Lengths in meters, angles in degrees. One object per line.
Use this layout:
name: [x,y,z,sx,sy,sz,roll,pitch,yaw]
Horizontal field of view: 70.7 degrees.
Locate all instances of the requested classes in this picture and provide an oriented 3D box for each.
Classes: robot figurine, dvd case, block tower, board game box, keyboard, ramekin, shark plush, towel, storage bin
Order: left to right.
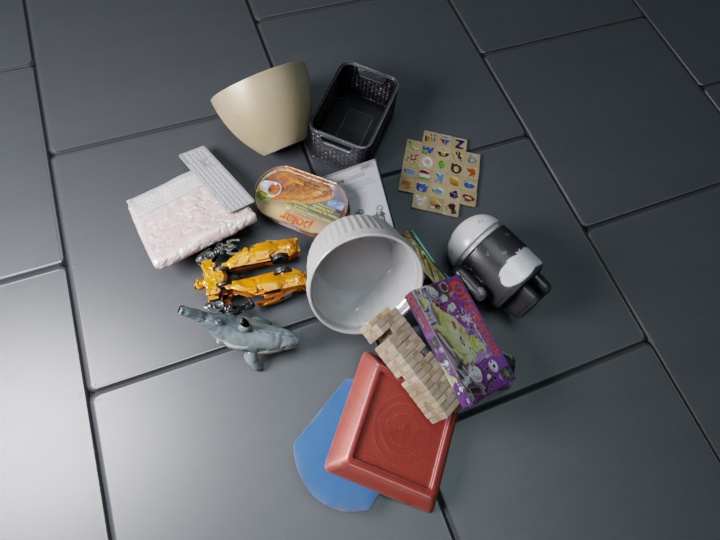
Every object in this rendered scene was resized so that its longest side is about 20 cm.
towel: [-0.322,-0.111,0.957,0.199,0.032,0.191,-30,58,-16]
keyboard: [-0.279,-0.178,0.977,0.056,0.011,0.200,-33,60,-21]
shark plush: [-0.199,0.087,0.840,0.199,0.083,0.092,37,55,-26]
robot figurine: [-0.200,0.010,0.924,0.198,0.058,0.146,-12,68,-11]
dvd case: [-0.016,-0.108,0.987,0.149,0.025,0.202,-16,66,8]
board game box: [-0.013,0.283,0.829,0.158,0.039,0.200,44,64,-2]
storage bin: [-0.014,-0.320,1.067,0.134,0.094,0.201,22,65,5]
ramekin: [0.000,0.000,0.875,0.198,0.202,0.105,-9,34,-9]
block tower: [0.086,0.153,0.819,0.058,0.054,0.200,-35,82,-35]
board game box: [0.165,0.111,0.838,0.119,0.032,0.201,-14,70,-41]
robot figurine: [0.251,-0.010,0.941,0.200,0.150,0.125,47,107,14]

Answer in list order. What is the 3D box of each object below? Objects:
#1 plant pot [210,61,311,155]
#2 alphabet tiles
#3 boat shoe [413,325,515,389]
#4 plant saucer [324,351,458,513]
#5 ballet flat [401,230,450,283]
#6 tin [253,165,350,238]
plant pot: [-0.176,-0.310,1.012,0.199,0.200,0.136,-27,105,-16]
alphabet tiles: [0.170,-0.209,1.082,0.165,0.006,0.202,12,66,0]
boat shoe: [0.184,0.136,0.897,0.198,0.074,0.068,24,60,3]
plant saucer: [0.066,0.258,0.824,0.198,0.037,0.202,26,65,-11]
ballet flat: [0.132,0.015,0.955,0.070,0.071,0.201,-33,74,-18]
tin: [-0.113,-0.131,0.983,0.198,0.042,0.113,23,72,17]
